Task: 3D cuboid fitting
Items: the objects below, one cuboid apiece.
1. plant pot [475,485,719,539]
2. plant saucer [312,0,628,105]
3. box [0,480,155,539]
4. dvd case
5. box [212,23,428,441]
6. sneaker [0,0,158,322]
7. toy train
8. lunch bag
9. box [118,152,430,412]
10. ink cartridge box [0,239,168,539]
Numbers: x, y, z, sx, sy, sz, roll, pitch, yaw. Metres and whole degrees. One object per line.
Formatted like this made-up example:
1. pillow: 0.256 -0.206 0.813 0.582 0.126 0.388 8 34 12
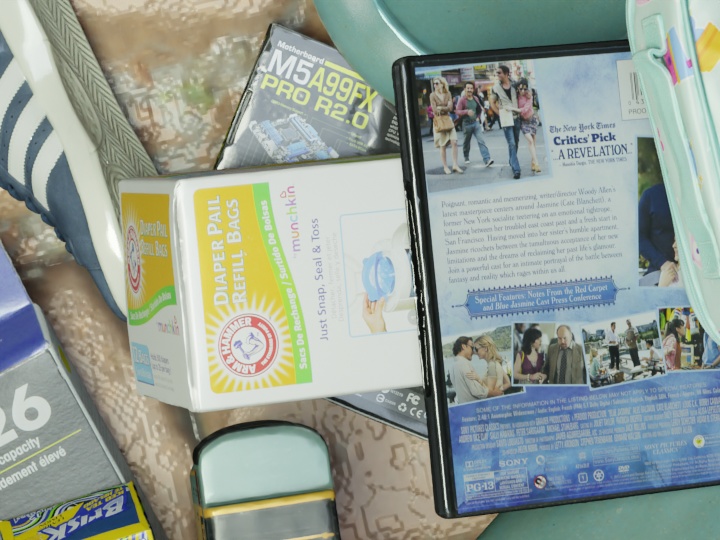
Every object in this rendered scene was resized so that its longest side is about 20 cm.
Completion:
1. plant pot: 0.126 0.168 1.342 0.200 0.200 0.196 37 83 -4
2. plant saucer: 0.071 -0.163 1.367 0.199 0.027 0.201 1 81 -8
3. box: -0.111 0.209 1.359 0.070 0.064 0.201 -16 111 -7
4. dvd case: 0.091 0.001 1.247 0.142 0.018 0.201 -5 90 -18
5. box: 0.018 -0.010 1.389 0.199 0.044 0.161 21 92 -4
6. sneaker: -0.156 -0.055 1.360 0.084 0.075 0.201 -28 77 17
7. toy train: -0.044 0.127 1.319 0.085 0.200 0.115 -7 87 -4
8. lunch bag: 0.201 -0.067 1.236 0.160 0.077 0.201 -13 91 -11
9. box: 0.000 0.000 1.288 0.199 0.112 0.102 -6 94 -19
10. ink cartridge box: -0.215 0.111 1.361 0.197 0.047 0.201 -28 113 0
